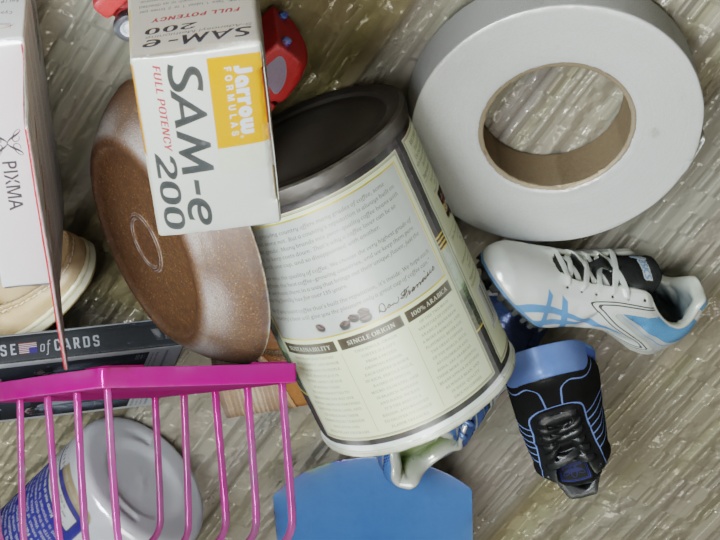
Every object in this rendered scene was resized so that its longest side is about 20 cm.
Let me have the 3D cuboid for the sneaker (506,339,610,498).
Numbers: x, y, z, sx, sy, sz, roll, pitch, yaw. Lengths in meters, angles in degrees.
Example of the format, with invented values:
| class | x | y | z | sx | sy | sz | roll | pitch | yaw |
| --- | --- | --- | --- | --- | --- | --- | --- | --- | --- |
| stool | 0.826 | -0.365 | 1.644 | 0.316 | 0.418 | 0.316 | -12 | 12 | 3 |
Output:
| class | x | y | z | sx | sy | sz | roll | pitch | yaw |
| --- | --- | --- | --- | --- | --- | --- | --- | --- | --- |
| sneaker | 0.149 | 0.110 | 1.523 | 0.070 | 0.078 | 0.200 | -16 | 159 | 9 |

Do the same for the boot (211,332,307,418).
| class | x | y | z | sx | sy | sz | roll | pitch | yaw |
| --- | --- | --- | --- | --- | --- | --- | --- | --- | --- |
| boot | -0.045 | 0.009 | 1.486 | 0.154 | 0.074 | 0.201 | -16 | 130 | 0 |

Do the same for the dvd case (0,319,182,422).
| class | x | y | z | sx | sy | sz | roll | pitch | yaw |
| --- | --- | --- | --- | --- | --- | --- | --- | --- | --- |
| dvd case | -0.233 | 0.075 | 1.484 | 0.198 | 0.025 | 0.150 | -6 | 162 | -16 |

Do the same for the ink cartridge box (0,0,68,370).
| class | x | y | z | sx | sy | sz | roll | pitch | yaw |
| --- | --- | --- | --- | --- | --- | --- | --- | --- | --- |
| ink cartridge box | -0.218 | -0.066 | 1.325 | 0.044 | 0.177 | 0.201 | -5 | 132 | -4 |

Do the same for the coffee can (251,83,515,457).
| class | x | y | z | sx | sy | sz | roll | pitch | yaw |
| --- | --- | --- | --- | --- | --- | --- | --- | --- | --- |
| coffee can | 0.000 | 0.000 | 1.386 | 0.145 | 0.147 | 0.201 | -20 | 113 | 13 |

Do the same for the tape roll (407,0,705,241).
| class | x | y | z | sx | sy | sz | roll | pitch | yaw |
| --- | --- | --- | --- | --- | --- | --- | --- | --- | --- |
| tape roll | 0.131 | -0.106 | 1.410 | 0.201 | 0.037 | 0.204 | -3 | 131 | -3 |

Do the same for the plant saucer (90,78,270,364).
| class | x | y | z | sx | sy | sz | roll | pitch | yaw |
| --- | --- | --- | --- | --- | --- | --- | --- | --- | --- |
| plant saucer | -0.126 | -0.024 | 1.362 | 0.036 | 0.200 | 0.201 | -26 | 137 | -24 |

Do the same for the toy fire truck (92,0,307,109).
| class | x | y | z | sx | sy | sz | roll | pitch | yaw |
| --- | --- | --- | --- | --- | --- | --- | --- | --- | --- |
| toy fire truck | -0.091 | -0.192 | 1.309 | 0.141 | 0.049 | 0.200 | -39 | 124 | 25 |

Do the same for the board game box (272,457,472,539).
| class | x | y | z | sx | sy | sz | roll | pitch | yaw |
| --- | --- | --- | --- | --- | --- | --- | --- | --- | --- |
| board game box | 0.012 | 0.211 | 1.684 | 0.157 | 0.039 | 0.201 | -1 | 128 | 4 |

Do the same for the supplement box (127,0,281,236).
| class | x | y | z | sx | sy | sz | roll | pitch | yaw |
| --- | --- | --- | --- | --- | --- | --- | --- | --- | --- |
| supplement box | -0.092 | -0.133 | 1.193 | 0.073 | 0.201 | 0.127 | -7 | 132 | -2 |

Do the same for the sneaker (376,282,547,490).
| class | x | y | z | sx | sy | sz | roll | pitch | yaw |
| --- | --- | --- | --- | --- | --- | --- | --- | --- | --- |
| sneaker | 0.079 | 0.085 | 1.550 | 0.075 | 0.077 | 0.200 | 25 | 123 | -22 |

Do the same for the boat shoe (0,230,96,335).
| class | x | y | z | sx | sy | sz | roll | pitch | yaw |
| --- | --- | --- | --- | --- | --- | --- | --- | --- | --- |
| boat shoe | -0.279 | 0.018 | 1.465 | 0.199 | 0.074 | 0.069 | -25 | 135 | 18 |

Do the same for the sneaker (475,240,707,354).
| class | x | y | z | sx | sy | sz | roll | pitch | yaw |
| --- | --- | --- | --- | --- | --- | --- | --- | --- | --- |
| sneaker | 0.162 | 0.008 | 1.477 | 0.199 | 0.072 | 0.073 | 14 | 130 | -38 |

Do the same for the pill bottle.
| class | x | y | z | sx | sy | sz | roll | pitch | yaw |
| --- | --- | --- | --- | --- | --- | --- | --- | --- | --- |
| pill bottle | -0.224 | 0.215 | 1.613 | 0.119 | 0.120 | 0.200 | 31 | 123 | -28 |

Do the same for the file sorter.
| class | x | y | z | sx | sy | sz | roll | pitch | yaw |
| --- | --- | --- | --- | --- | --- | --- | --- | --- | --- |
| file sorter | -0.147 | 0.130 | 1.381 | 0.138 | 0.127 | 0.200 | 0 | 174 | -32 |
